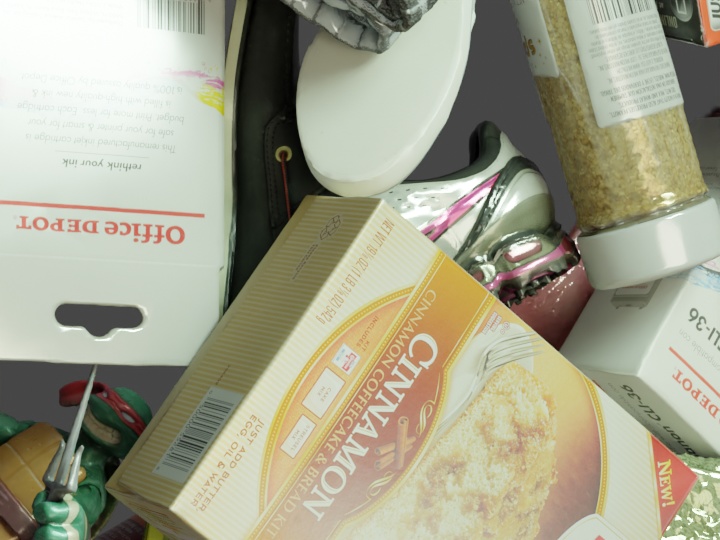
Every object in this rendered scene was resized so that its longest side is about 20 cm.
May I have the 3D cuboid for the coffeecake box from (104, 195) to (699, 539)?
[{"bbox_3d":[0.021,0.089,1.017,0.200,0.073,0.154,40,75,-24],"label":"coffeecake box"}]

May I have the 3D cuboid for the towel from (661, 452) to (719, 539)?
[{"bbox_3d":[0.124,0.153,1.147,0.200,0.036,0.148,8,80,-5],"label":"towel"}]

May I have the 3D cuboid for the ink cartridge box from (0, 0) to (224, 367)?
[{"bbox_3d":[-0.121,-0.057,1.028,0.117,0.067,0.200,4,82,-28],"label":"ink cartridge box"}]

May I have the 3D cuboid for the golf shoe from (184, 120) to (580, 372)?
[{"bbox_3d":[0.000,0.000,1.145,0.200,0.073,0.092,-24,84,-18],"label":"golf shoe"}]

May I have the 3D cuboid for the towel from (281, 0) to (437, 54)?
[{"bbox_3d":[-0.016,-0.213,1.013,0.200,0.086,0.166,38,68,-9],"label":"towel"}]

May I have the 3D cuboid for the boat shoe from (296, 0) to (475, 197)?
[{"bbox_3d":[0.019,-0.104,1.078,0.072,0.200,0.069,-3,143,13],"label":"boat shoe"}]

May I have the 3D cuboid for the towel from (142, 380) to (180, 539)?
[{"bbox_3d":[0.002,0.115,1.090,0.200,0.018,0.086,16,66,-12],"label":"towel"}]

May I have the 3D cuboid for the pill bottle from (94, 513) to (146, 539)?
[{"bbox_3d":[-0.142,0.197,1.090,0.200,0.110,0.110,-30,114,-17],"label":"pill bottle"}]

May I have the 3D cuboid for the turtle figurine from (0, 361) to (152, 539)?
[{"bbox_3d":[-0.155,0.096,1.046,0.200,0.150,0.101,-43,133,-10],"label":"turtle figurine"}]

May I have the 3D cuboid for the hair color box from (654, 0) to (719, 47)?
[{"bbox_3d":[0.219,-0.170,1.187,0.200,0.102,0.061,-21,111,-22],"label":"hair color box"}]

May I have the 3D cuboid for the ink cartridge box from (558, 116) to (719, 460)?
[{"bbox_3d":[0.176,0.035,1.213,0.116,0.067,0.200,42,69,-29],"label":"ink cartridge box"}]

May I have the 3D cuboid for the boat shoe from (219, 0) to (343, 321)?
[{"bbox_3d":[-0.036,-0.037,1.079,0.063,0.074,0.201,1,77,3],"label":"boat shoe"}]

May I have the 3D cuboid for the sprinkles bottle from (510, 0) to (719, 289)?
[{"bbox_3d":[0.114,-0.094,1.136,0.068,0.068,0.200,-18,94,-22],"label":"sprinkles bottle"}]
